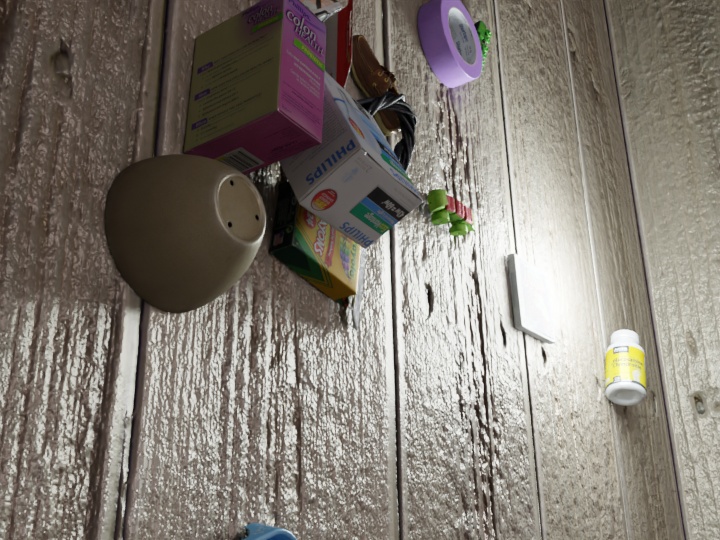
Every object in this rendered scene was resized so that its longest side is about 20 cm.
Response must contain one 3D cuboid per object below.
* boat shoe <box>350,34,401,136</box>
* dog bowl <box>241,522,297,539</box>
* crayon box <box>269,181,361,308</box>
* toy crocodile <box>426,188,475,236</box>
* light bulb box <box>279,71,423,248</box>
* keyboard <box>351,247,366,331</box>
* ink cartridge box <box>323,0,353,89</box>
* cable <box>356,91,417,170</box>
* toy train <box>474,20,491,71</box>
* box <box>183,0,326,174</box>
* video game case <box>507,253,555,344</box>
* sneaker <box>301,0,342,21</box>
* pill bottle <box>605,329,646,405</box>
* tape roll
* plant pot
[{"bbox_3d":[0.038,-0.359,1.607,0.202,0.067,0.072,63,34,-17],"label":"boat shoe"},{"bbox_3d":[-0.140,0.379,1.033,0.199,0.049,0.113,-3,79,-58],"label":"dog bowl"},{"bbox_3d":[-0.057,-0.041,1.341,0.200,0.050,0.129,38,46,-44],"label":"crayon box"},{"bbox_3d":[0.193,-0.122,1.753,0.199,0.061,0.069,23,58,-52],"label":"toy crocodile"},{"bbox_3d":[-0.033,-0.173,1.280,0.198,0.124,0.202,32,25,-54],"label":"light bulb box"},{"bbox_3d":[0.000,0.000,1.424,0.057,0.010,0.203,88,7,-59],"label":"keyboard"},{"bbox_3d":[-0.048,-0.347,1.376,0.201,0.049,0.164,109,-17,-65],"label":"ink cartridge box"},{"bbox_3d":[0.044,-0.238,1.536,0.199,0.050,0.166,-23,103,-43],"label":"cable"},{"bbox_3d":[0.291,-0.559,2.116,0.056,0.041,0.202,43,43,-25],"label":"toy train"},{"bbox_3d":[-0.145,-0.255,1.177,0.096,0.174,0.203,29,53,-47],"label":"box"},{"bbox_3d":[0.419,0.071,2.059,0.199,0.023,0.185,25,57,-51],"label":"video game case"},{"bbox_3d":[-0.094,-0.449,1.439,0.080,0.073,0.200,51,29,-6],"label":"sneaker"},{"bbox_3d":[0.760,0.276,2.417,0.112,0.111,0.202,47,41,-36],"label":"pill bottle"},{"bbox_3d":[0.210,-0.531,1.952,0.199,0.065,0.203,29,53,-48],"label":"tape roll"},{"bbox_3d":[-0.196,-0.059,1.053,0.199,0.133,0.204,29,54,-49],"label":"plant pot"}]
